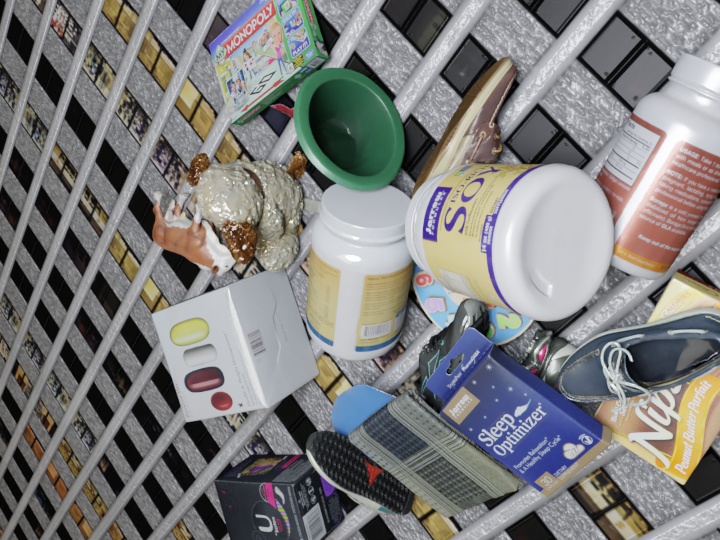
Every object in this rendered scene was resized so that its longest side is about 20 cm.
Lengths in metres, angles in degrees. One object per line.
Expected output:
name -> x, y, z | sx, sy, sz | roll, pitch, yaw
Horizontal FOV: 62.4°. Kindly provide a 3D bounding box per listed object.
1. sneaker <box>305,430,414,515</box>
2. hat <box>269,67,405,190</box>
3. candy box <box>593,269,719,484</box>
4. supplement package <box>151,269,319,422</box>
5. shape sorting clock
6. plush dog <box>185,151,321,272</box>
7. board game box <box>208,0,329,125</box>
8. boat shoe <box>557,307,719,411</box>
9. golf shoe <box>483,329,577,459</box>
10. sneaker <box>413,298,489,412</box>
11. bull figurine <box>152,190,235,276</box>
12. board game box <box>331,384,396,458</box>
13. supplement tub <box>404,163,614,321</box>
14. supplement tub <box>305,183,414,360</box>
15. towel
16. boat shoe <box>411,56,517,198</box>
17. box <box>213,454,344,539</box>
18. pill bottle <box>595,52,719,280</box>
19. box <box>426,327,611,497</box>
sneaker -> -0.015, 0.321, 0.917 | 0.197, 0.071, 0.093 | 35, 140, -16
hat -> -0.046, -0.168, 0.840 | 0.175, 0.162, 0.206 | -36, 40, 55
candy box -> 0.356, 0.118, 0.661 | 0.114, 0.055, 0.205 | 31, 118, 26
supplement package -> -0.207, 0.122, 0.985 | 0.196, 0.146, 0.197 | -18, 92, 34
shape sorting clock -> 0.148, 0.002, 0.782 | 0.195, 0.039, 0.207 | 9, 106, 32
plush dog -> -0.167, -0.106, 0.885 | 0.160, 0.170, 0.202 | -44, 76, 32
board game box -> -0.143, -0.327, 0.890 | 0.197, 0.029, 0.138 | -24, 80, 36
boat shoe -> 0.293, 0.102, 0.630 | 0.197, 0.061, 0.077 | -26, 89, 40
golf shoe -> 0.219, 0.177, 0.759 | 0.087, 0.077, 0.204 | 29, 118, 15
sneaker -> 0.114, 0.114, 0.789 | 0.078, 0.075, 0.204 | 30, 133, 27
bull figurine -> -0.297, -0.067, 1.049 | 0.195, 0.065, 0.125 | 15, 106, 28
board game box -> 0.053, 0.231, 0.891 | 0.195, 0.039, 0.161 | 20, 130, 10
supplement tub -> 0.146, -0.038, 0.631 | 0.199, 0.142, 0.150 | 19, 116, 62
supplement tub -> 0.000, 0.000, 0.796 | 0.142, 0.144, 0.205 | 26, 128, 25
towel -> 0.097, 0.258, 0.828 | 0.199, 0.035, 0.193 | 39, 139, -1
boat shoe -> 0.141, -0.158, 0.735 | 0.071, 0.072, 0.203 | 28, 104, -9
box -> -0.144, 0.401, 1.037 | 0.196, 0.105, 0.126 | -12, 95, 36
pill bottle -> 0.309, -0.103, 0.603 | 0.111, 0.111, 0.204 | 34, 118, 21
box -> 0.177, 0.170, 0.707 | 0.198, 0.032, 0.122 | 37, 127, 7
